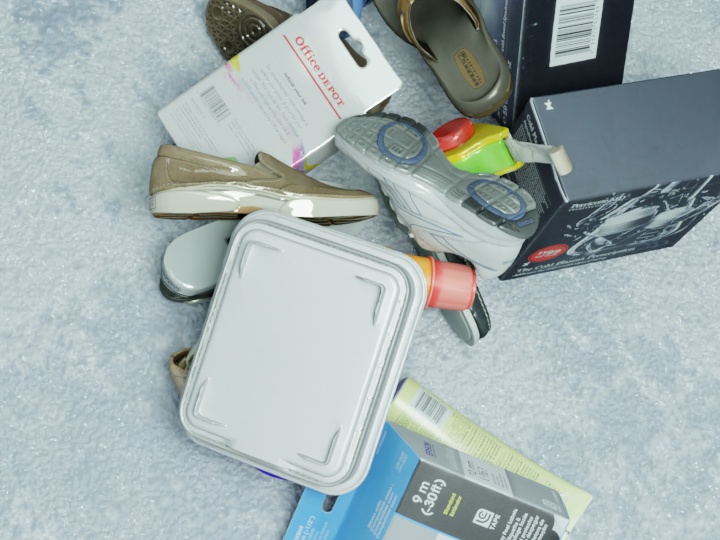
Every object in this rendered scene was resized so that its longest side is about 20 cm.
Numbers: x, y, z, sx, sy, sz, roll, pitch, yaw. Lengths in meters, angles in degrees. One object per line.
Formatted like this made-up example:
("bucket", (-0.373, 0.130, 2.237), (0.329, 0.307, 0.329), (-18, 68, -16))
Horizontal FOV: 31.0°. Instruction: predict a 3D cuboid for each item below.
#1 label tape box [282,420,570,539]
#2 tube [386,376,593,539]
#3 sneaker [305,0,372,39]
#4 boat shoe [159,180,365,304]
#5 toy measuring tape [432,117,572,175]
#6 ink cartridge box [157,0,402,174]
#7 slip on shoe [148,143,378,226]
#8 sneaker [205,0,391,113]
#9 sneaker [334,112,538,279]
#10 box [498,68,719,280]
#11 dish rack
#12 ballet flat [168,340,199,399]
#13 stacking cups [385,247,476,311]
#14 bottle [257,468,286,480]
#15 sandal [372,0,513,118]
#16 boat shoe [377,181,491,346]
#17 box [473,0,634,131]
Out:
("label tape box", (0.049, 0.216, 1.056), (0.199, 0.066, 0.144), (22, 103, -8))
("tube", (0.105, 0.173, 1.146), (0.199, 0.058, 0.052), (36, 29, 0))
("sneaker", (-0.008, -0.294, 1.281), (0.082, 0.074, 0.201), (17, 42, -21))
("boat shoe", (-0.090, -0.025, 1.172), (0.199, 0.064, 0.071), (-19, 75, -21))
("toy measuring tape", (0.106, -0.092, 1.131), (0.073, 0.200, 0.074), (-5, 103, -22))
("ink cartridge box", (-0.069, -0.149, 1.185), (0.199, 0.067, 0.118), (-34, 83, 1))
("slip on shoe", (-0.081, -0.073, 1.116), (0.198, 0.076, 0.061), (2, 85, -8))
("sneaker", (-0.059, -0.211, 1.272), (0.199, 0.071, 0.076), (35, 38, 6))
("sneaker", (0.054, -0.062, 1.110), (0.199, 0.087, 0.074), (37, 46, 19))
("box", (0.229, -0.086, 1.209), (0.198, 0.182, 0.105), (-11, 70, -17))
("dish rack", (-0.052, 0.064, 1.029), (0.170, 0.044, 0.202), (19, 92, 12))
("ballet flat", (-0.077, 0.057, 1.086), (0.199, 0.068, 0.068), (-26, 107, 14))
("stacking cups", (0.000, 0.000, 1.121), (0.198, 0.061, 0.061), (8, 65, -14))
("bottle", (-0.024, 0.090, 1.128), (0.200, 0.083, 0.065), (-50, 118, -29))
("sandal", (0.067, -0.220, 1.172), (0.081, 0.054, 0.201), (-37, 60, 17))
("boat shoe", (0.081, -0.028, 1.209), (0.060, 0.076, 0.201), (-20, 74, -14))
("box", (0.154, -0.265, 1.223), (0.122, 0.201, 0.199), (-12, 39, -17))
